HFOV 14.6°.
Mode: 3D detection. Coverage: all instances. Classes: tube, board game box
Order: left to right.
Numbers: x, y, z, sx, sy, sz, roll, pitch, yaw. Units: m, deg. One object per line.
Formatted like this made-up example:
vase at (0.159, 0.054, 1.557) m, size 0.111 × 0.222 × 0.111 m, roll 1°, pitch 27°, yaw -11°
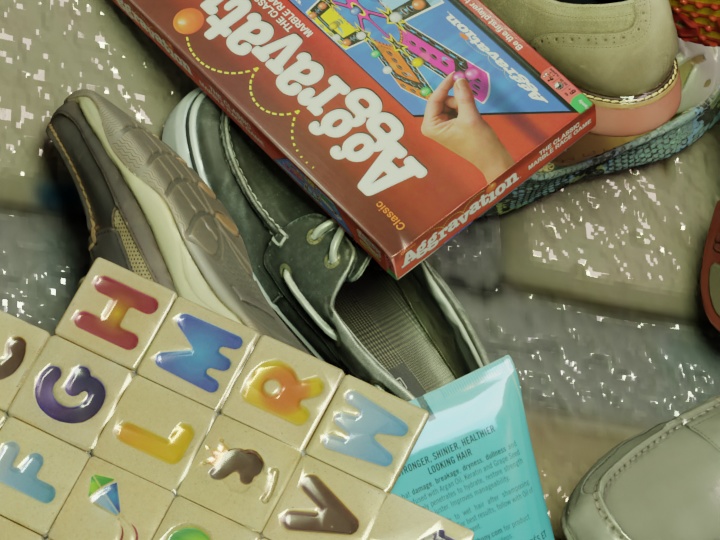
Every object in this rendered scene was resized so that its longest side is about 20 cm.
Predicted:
board game box at (-0.012, -0.092, 1.107) m, size 0.103 × 0.019 × 0.200 m, roll -38°, pitch 62°, yaw -14°
tube at (0.051, 0.136, 1.015) m, size 0.077 × 0.050 × 0.200 m, roll -25°, pitch 107°, yaw -24°

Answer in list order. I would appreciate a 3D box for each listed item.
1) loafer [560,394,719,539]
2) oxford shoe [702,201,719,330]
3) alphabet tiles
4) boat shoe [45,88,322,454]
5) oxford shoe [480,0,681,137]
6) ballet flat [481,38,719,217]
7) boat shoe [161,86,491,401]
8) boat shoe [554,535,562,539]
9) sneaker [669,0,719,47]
loafer at (0.154, 0.076, 1.127) m, size 0.200 × 0.070 × 0.070 m, roll -22°, pitch 69°, yaw -49°
oxford shoe at (0.206, -0.056, 1.220) m, size 0.075 × 0.070 × 0.200 m, roll 27°, pitch 80°, yaw -44°
alphabet tiles at (-0.071, 0.091, 0.960) m, size 0.200 × 0.006 × 0.167 m, roll 24°, pitch 70°, yaw 11°
boat shoe at (-0.077, 0.014, 1.048) m, size 0.200 × 0.073 × 0.074 m, roll 58°, pitch 11°, yaw 34°
oxford shoe at (0.050, -0.130, 1.150) m, size 0.200 × 0.075 × 0.070 m, roll 27°, pitch 51°, yaw 26°
ballet flat at (0.109, -0.078, 1.203) m, size 0.200 × 0.074 × 0.074 m, roll -30°, pitch 83°, yaw -35°
boat shoe at (0.000, 0.000, 1.104) m, size 0.072 × 0.071 × 0.200 m, roll -33°, pitch 82°, yaw -34°
boat shoe at (0.096, 0.163, 1.094) m, size 0.200 × 0.063 × 0.073 m, roll 30°, pitch 35°, yaw -20°
sneaker at (0.117, -0.150, 1.174) m, size 0.077 × 0.200 × 0.073 m, roll -49°, pitch 138°, yaw -14°
